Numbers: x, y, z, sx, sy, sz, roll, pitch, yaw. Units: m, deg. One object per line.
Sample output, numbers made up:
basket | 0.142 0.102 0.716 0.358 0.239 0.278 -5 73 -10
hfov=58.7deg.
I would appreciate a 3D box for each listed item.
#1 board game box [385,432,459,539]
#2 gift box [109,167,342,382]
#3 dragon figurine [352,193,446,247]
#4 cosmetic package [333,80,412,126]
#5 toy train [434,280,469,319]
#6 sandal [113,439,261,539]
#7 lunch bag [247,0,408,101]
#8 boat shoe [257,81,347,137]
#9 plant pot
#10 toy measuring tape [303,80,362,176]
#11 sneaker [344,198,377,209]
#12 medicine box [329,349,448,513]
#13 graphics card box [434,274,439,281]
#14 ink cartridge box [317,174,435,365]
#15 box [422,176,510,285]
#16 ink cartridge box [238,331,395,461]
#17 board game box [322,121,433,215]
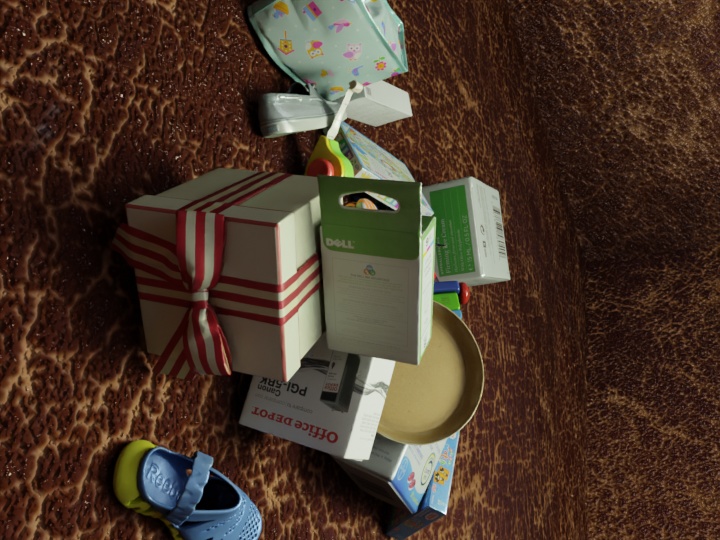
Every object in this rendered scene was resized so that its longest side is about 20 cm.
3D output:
board game box | 0.108 0.329 1.069 0.037 0.151 0.200 28 46 -7
gift box | -0.134 0.003 0.662 0.187 0.199 0.185 -49 138 -61
dragon figurine | 0.066 -0.087 1.154 0.200 0.059 0.099 47 27 -11
cosmetic package | 0.015 -0.304 1.145 0.200 0.082 0.051 -8 86 -63
toy train | 0.123 0.109 1.026 0.200 0.084 0.116 97 -12 -59
sandal | -0.154 0.236 0.645 0.200 0.087 0.080 54 36 -45
lunch bag | -0.046 -0.361 0.947 0.200 0.170 0.122 35 46 -52
boat shoe | -0.082 -0.243 0.948 0.201 0.070 0.072 -34 116 -58
plant pot | 0.068 0.132 0.859 0.027 0.200 0.201 126 -32 -66
toy measuring tape | -0.028 -0.174 0.943 0.074 0.074 0.200 1 119 -63
sneaker | 0.000 0.000 0.979 0.078 0.112 0.200 0 69 -65
medicine box | 0.060 0.226 0.948 0.200 0.103 0.182 -61 152 -24
graphics card box | 0.063 0.010 1.121 0.125 0.051 0.200 -47 128 -21
ink cartridge box | 0.018 -0.008 0.649 0.059 0.104 0.200 -53 146 -55
box | 0.188 -0.067 1.306 0.200 0.171 0.200 5 77 -61
ink cartridge box | -0.041 0.111 0.772 0.083 0.146 0.200 42 62 -65
board game box | 0.032 -0.166 1.086 0.200 0.034 0.135 24 32 -46
